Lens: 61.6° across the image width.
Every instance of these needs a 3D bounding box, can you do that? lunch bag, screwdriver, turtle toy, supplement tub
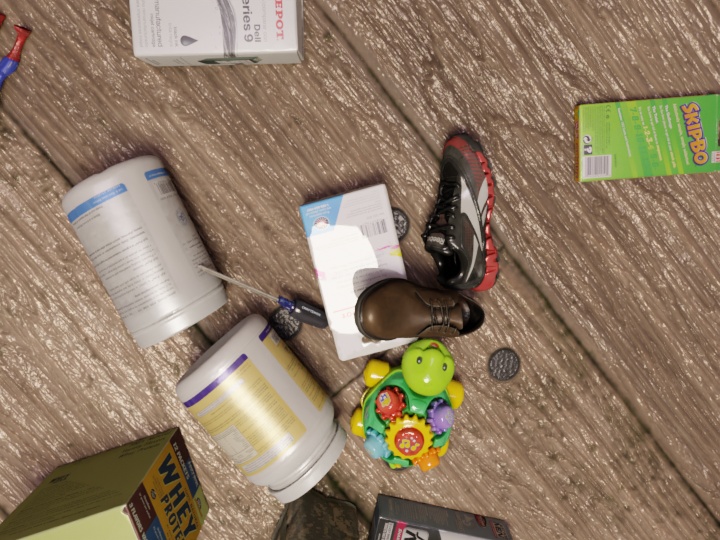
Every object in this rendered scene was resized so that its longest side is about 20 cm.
[{"bbox_3d":[-0.081,0.426,0.808,0.115,0.164,0.204,23,98,-10],"label":"lunch bag"},{"bbox_3d":[-0.117,0.029,0.772,0.198,0.028,0.030,33,89,-32],"label":"screwdriver"},{"bbox_3d":[0.068,0.178,0.790,0.142,0.101,0.205,13,108,-3],"label":"turtle toy"},{"bbox_3d":[-0.263,-0.024,0.749,0.129,0.132,0.204,-24,99,3],"label":"supplement tub"},{"bbox_3d":[-0.123,0.176,0.776,0.144,0.146,0.201,-38,98,6],"label":"supplement tub"}]

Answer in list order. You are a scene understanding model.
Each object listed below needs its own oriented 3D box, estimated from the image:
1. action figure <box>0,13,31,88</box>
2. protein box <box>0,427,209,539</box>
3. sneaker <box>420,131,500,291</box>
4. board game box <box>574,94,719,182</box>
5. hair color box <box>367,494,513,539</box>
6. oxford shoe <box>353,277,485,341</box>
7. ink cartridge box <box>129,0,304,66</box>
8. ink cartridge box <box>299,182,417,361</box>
[{"bbox_3d":[-0.480,-0.220,0.758,0.064,0.052,0.204,25,101,-8],"label":"action figure"},{"bbox_3d":[-0.326,0.332,0.771,0.193,0.200,0.139,-18,100,3],"label":"protein box"},{"bbox_3d":[0.122,-0.067,0.762,0.096,0.070,0.207,-13,102,-32],"label":"sneaker"},{"bbox_3d":[0.377,-0.171,0.784,0.193,0.030,0.099,-4,100,3],"label":"board game box"},{"bbox_3d":[0.109,0.398,0.858,0.194,0.061,0.102,13,99,-3],"label":"hair color box"},{"bbox_3d":[0.077,0.046,0.719,0.196,0.083,0.075,0,91,-41],"label":"oxford shoe"},{"bbox_3d":[-0.168,-0.329,0.722,0.193,0.084,0.151,-2,100,-1],"label":"ink cartridge box"},{"bbox_3d":[0.000,0.000,0.786,0.112,0.068,0.206,-14,99,1],"label":"ink cartridge box"}]
